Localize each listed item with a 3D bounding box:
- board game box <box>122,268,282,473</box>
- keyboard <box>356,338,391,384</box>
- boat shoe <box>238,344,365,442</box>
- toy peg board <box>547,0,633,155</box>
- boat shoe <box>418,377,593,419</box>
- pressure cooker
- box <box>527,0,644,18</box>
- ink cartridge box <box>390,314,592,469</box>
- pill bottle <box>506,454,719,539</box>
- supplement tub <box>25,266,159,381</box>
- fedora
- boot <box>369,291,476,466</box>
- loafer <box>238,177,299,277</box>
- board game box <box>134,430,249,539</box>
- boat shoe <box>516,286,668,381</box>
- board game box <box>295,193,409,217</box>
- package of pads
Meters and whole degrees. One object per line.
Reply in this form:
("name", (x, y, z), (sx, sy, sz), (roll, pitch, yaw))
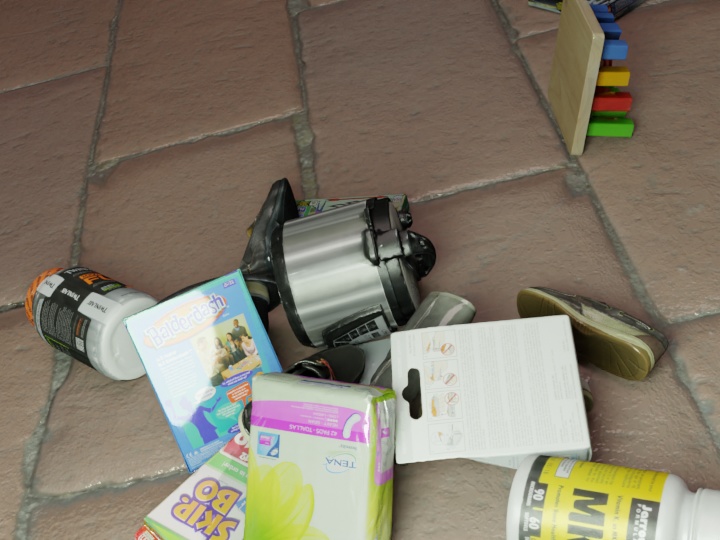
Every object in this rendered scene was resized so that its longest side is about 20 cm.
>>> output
("board game box", (-0.176, 0.119, 1.247), (0.152, 0.201, 0.045), (-23, 4, -10))
("keyboard", (0.020, 0.155, 1.276), (0.056, 0.011, 0.200), (-7, 38, 4))
("boat shoe", (-0.055, 0.139, 1.222), (0.201, 0.063, 0.074), (-29, 79, -46))
("toy peg board", (0.367, -0.312, 1.597), (0.097, 0.200, 0.200), (0, 38, -4))
("boat shoe", (0.164, 0.137, 1.188), (0.199, 0.075, 0.069), (-6, 44, 15))
("pressure cooker", (-0.001, -0.003, 1.337), (0.199, 0.179, 0.176), (-15, 29, 7))
("box", (0.433, -0.528, 1.961), (0.137, 0.040, 0.200), (-34, 40, -23))
("ink cartridge box", (0.136, 0.134, 1.110), (0.199, 0.047, 0.161), (-6, 56, 7))
("pill bottle", (0.249, 0.244, 0.987), (0.199, 0.115, 0.114), (4, 41, 25))
("supplement tub", (-0.370, 0.067, 1.439), (0.200, 0.123, 0.123), (19, 50, 37))
("fedora", (-0.182, 0.082, 1.347), (0.200, 0.201, 0.092), (-16, 70, 1))
("boot", (0.067, 0.116, 1.184), (0.200, 0.073, 0.182), (-42, 25, -14))
("loafer", (-0.135, -0.065, 1.517), (0.072, 0.073, 0.200), (-12, 36, 14))
("board game box", (-0.150, 0.258, 1.164), (0.095, 0.030, 0.200), (39, 62, 17))
("boat shoe", (0.276, 0.069, 1.245), (0.065, 0.073, 0.200), (-27, 40, -32))
("board game box", (-0.036, -0.059, 1.552), (0.199, 0.029, 0.135), (-2, 38, 18))
("package of pads", (-0.040, 0.214, 1.080), (0.154, 0.201, 0.068), (5, 3, 27))
